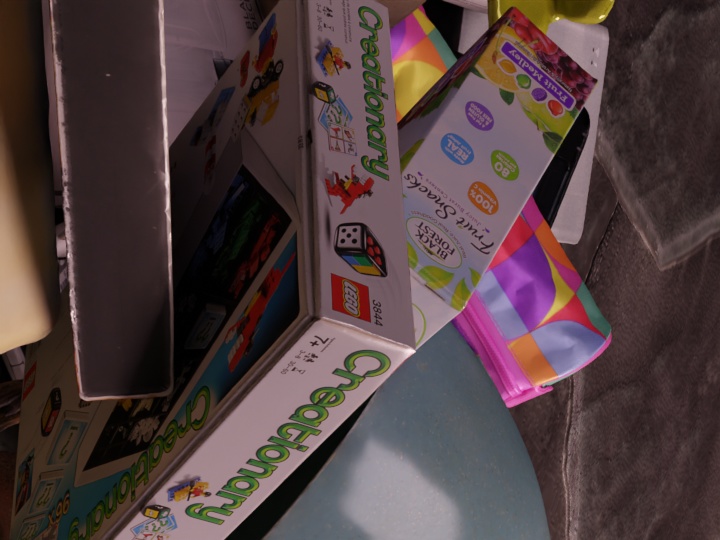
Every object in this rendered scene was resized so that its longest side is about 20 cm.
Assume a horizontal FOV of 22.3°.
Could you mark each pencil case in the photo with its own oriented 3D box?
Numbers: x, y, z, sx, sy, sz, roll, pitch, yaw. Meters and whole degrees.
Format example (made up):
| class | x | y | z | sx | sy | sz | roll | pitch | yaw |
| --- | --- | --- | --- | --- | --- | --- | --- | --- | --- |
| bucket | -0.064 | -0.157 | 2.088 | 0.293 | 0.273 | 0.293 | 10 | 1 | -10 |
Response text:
| class | x | y | z | sx | sy | sz | roll | pitch | yaw |
| --- | --- | --- | --- | --- | --- | --- | --- | --- | --- |
| pencil case | 0.038 | -0.029 | 0.861 | 0.201 | 0.088 | 0.088 | 56 | 44 | -9 |

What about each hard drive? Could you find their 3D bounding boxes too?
| class | x | y | z | sx | sy | sz | roll | pitch | yaw |
| --- | --- | --- | --- | --- | --- | --- | --- | --- | --- |
| hard drive | 0.087 | -0.092 | 1.094 | 0.199 | 0.033 | 0.141 | 4 | 95 | -59 |

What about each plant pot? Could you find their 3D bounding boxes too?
| class | x | y | z | sx | sy | sz | roll | pitch | yaw |
| --- | --- | --- | --- | --- | --- | --- | --- | --- | --- |
| plant pot | 0.007 | 0.126 | 0.799 | 0.135 | 0.200 | 0.201 | 41 | 53 | -9 |

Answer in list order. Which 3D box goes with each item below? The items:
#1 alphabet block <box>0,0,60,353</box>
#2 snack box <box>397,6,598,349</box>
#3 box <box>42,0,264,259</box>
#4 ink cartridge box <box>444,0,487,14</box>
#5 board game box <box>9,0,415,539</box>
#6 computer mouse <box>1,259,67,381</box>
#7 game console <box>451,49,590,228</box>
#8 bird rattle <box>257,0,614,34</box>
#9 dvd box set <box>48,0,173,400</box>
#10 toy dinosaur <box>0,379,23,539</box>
| class | x | y | z | sx | sy | sz | roll | pitch | yaw |
| --- | --- | --- | --- | --- | --- | --- | --- | --- | --- |
| alphabet block | -0.213 | -0.058 | 0.449 | 0.199 | 0.195 | 0.198 | -24 | 117 | -54 |
| snack box | 0.000 | 0.000 | 0.744 | 0.053 | 0.200 | 0.143 | 38 | 49 | -7 |
| box | -0.101 | -0.068 | 0.706 | 0.200 | 0.060 | 0.118 | -7 | 76 | -64 |
| ink cartridge box | 0.104 | -0.219 | 0.912 | 0.082 | 0.199 | 0.148 | 13 | 83 | -25 |
| board game box | -0.053 | 0.022 | 0.558 | 0.034 | 0.200 | 0.127 | 19 | 46 | -26 |
| computer mouse | -0.120 | 0.041 | 0.767 | 0.110 | 0.043 | 0.202 | -56 | 139 | -58 |
| game console | 0.015 | -0.054 | 0.911 | 0.119 | 0.171 | 0.201 | 96 | 18 | -65 |
| bird rattle | 0.016 | -0.167 | 0.788 | 0.163 | 0.201 | 0.113 | -39 | 131 | 9 |
| dvd box set | -0.076 | -0.085 | 0.530 | 0.201 | 0.029 | 0.147 | -102 | -168 | -47 |
| toy dinosaur | -0.134 | 0.089 | 0.652 | 0.198 | 0.086 | 0.137 | -4 | 63 | -38 |
